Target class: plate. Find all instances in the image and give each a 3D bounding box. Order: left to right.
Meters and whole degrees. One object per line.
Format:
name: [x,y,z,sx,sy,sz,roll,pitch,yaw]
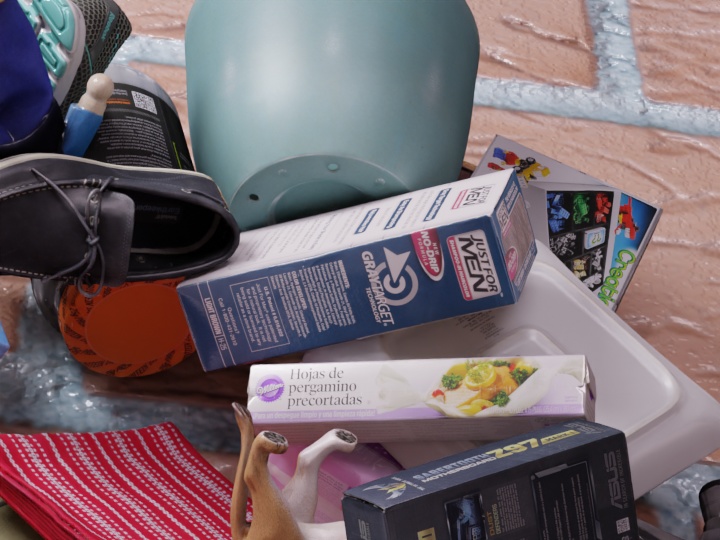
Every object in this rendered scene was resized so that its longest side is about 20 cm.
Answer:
plate: [0.100,0.067,1.366,0.199,0.032,0.200,-27,57,-32]

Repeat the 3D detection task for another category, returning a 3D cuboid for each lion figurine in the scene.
lion figurine: [-0.005,0.166,1.276,0.200,0.123,0.072,28,22,8]

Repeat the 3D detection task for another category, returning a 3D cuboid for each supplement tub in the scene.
supplement tub: [-0.161,-0.033,1.474,0.122,0.123,0.200,-2,42,-16]

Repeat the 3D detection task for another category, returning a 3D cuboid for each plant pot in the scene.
plant pot: [-0.022,-0.090,1.474,0.200,0.201,0.161,7,49,-6]

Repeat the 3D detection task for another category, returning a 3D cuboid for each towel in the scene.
towel: [-0.123,0.135,1.298,0.145,0.023,0.200,39,18,27]

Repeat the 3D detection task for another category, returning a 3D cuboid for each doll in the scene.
doll: [-0.204,-0.083,1.325,0.136,0.200,0.048,-33,46,-24]

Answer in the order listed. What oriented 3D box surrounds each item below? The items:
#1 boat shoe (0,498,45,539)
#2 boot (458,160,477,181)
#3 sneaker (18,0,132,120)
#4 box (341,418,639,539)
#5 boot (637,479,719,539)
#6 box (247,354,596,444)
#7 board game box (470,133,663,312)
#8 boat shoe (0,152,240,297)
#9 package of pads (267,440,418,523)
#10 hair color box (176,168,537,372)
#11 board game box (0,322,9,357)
boat shoe: [-0.192,0.169,1.278,0.075,0.068,0.200,-14,36,-21]
boot: [0.052,0.007,1.517,0.166,0.072,0.200,-25,57,-39]
sneaker: [-0.207,-0.099,1.423,0.078,0.200,0.091,51,35,13]
box: [0.080,0.196,1.221,0.158,0.200,0.051,-16,12,-29]
boot: [0.208,0.173,1.350,0.200,0.070,0.132,34,35,-20]
box: [0.035,0.075,1.300,0.200,0.041,0.039,-3,65,14]
board game box: [0.107,0.005,1.473,0.126,0.035,0.200,25,48,8]
boat shoe: [-0.158,-0.026,1.317,0.200,0.075,0.062,-2,25,-35]
package of pads: [0.052,0.139,1.365,0.200,0.076,0.120,31,39,20]
hair color box: [0.000,0.000,1.369,0.200,0.061,0.100,-13,16,16]
board game box: [-0.292,0.024,1.362,0.037,0.151,0.200,24,27,-42]
